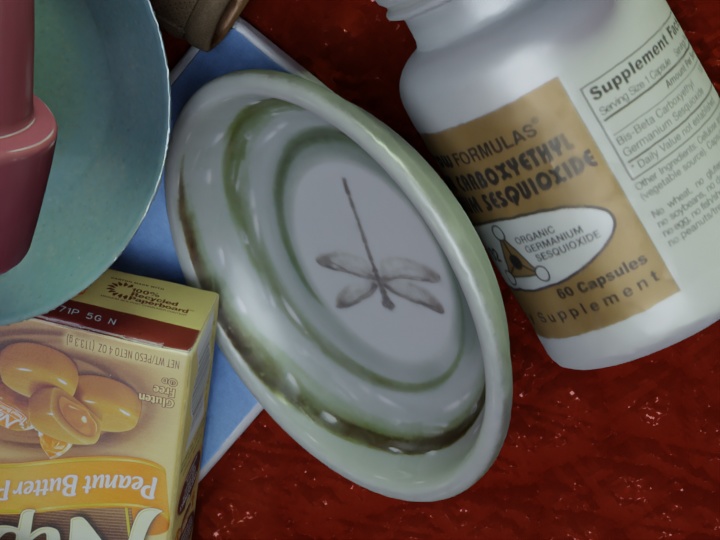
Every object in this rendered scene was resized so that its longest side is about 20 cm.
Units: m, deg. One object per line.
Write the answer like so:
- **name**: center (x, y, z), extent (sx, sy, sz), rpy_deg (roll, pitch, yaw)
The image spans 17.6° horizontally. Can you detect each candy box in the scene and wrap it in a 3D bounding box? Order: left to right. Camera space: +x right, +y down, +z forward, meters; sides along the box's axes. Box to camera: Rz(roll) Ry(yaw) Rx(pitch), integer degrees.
- **candy box**: center (-0.134, 0.092, 1.056), extent (0.115, 0.055, 0.200), rpy_deg (13, 122, 7)

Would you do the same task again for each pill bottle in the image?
- **pill bottle**: center (0.081, -0.070, 0.949), extent (0.114, 0.114, 0.200), rpy_deg (-27, 103, 17)

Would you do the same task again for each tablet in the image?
- **tablet**: center (-0.071, -0.005, 1.052), extent (0.130, 0.014, 0.200), rpy_deg (39, 110, -5)

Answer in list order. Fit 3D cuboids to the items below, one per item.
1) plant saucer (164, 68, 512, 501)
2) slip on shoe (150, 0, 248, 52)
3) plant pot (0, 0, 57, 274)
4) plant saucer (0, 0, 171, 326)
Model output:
- **plant saucer**: center (0.000, 0.000, 0.976), extent (0.200, 0.050, 0.200), rpy_deg (32, 140, 32)
- **slip on shoe**: center (-0.024, -0.169, 0.952), extent (0.200, 0.076, 0.061), rpy_deg (-41, 93, 23)
- **plant pot**: center (-0.200, -0.110, 0.845), extent (0.200, 0.200, 0.179), rpy_deg (16, 106, 4)
- **plant saucer**: center (-0.167, -0.077, 0.969), extent (0.201, 0.039, 0.201), rpy_deg (3, 102, 14)
